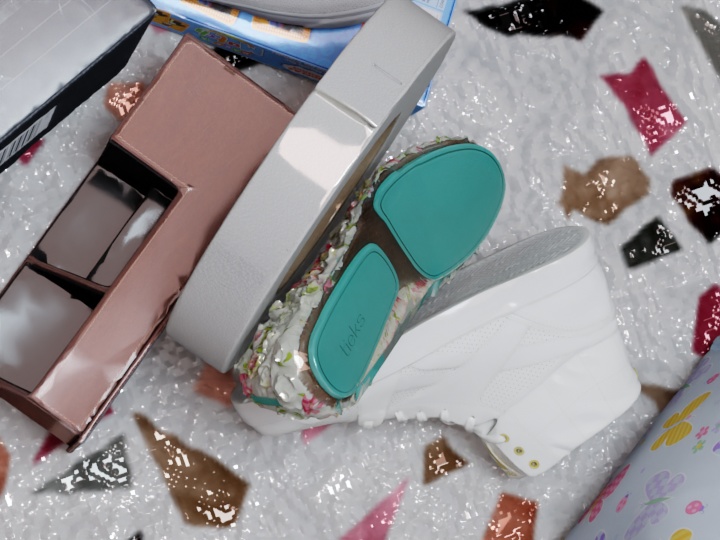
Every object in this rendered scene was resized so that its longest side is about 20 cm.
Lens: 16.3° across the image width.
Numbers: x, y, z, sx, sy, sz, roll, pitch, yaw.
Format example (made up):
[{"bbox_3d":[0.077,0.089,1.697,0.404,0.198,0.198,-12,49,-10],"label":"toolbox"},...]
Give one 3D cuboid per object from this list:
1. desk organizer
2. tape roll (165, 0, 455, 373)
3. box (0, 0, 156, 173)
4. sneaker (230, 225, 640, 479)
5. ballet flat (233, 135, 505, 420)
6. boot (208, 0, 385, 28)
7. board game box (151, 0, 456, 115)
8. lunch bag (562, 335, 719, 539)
[{"bbox_3d":[-0.115,-0.014,1.257,0.077,0.072,0.200,36,77,-4],"label":"desk organizer"},{"bbox_3d":[-0.024,-0.042,1.213,0.037,0.203,0.203,34,77,2],"label":"tape roll"},{"bbox_3d":[-0.237,-0.122,1.177,0.200,0.124,0.197,-42,92,-15],"label":"box"},{"bbox_3d":[0.044,0.068,1.282,0.200,0.074,0.116,-22,110,4],"label":"sneaker"},{"bbox_3d":[0.000,0.000,1.230,0.076,0.064,0.200,59,45,-18],"label":"ballet flat"},{"bbox_3d":[-0.052,-0.166,1.239,0.200,0.096,0.074,2,84,-13],"label":"boot"},{"bbox_3d":[-0.041,-0.185,1.312,0.200,0.037,0.151,19,80,-11],"label":"board game box"},{"bbox_3d":[0.204,0.123,1.248,0.127,0.200,0.170,40,76,-6],"label":"lunch bag"}]
